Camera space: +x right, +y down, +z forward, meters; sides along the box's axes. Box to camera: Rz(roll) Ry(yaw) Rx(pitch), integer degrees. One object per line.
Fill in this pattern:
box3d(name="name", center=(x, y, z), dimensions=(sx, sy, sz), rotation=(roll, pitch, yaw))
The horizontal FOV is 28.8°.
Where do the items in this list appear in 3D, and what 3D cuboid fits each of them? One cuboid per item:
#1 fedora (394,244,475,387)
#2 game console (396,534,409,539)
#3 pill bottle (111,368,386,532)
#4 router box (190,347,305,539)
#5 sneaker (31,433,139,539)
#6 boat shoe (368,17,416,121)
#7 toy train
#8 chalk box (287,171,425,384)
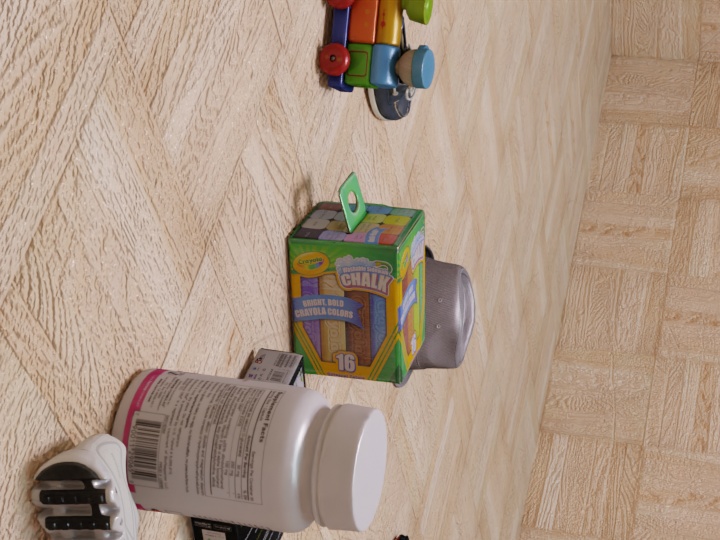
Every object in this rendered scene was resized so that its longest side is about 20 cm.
box3d(name="fedora", center=(0.108, 0.068, 1.958), dimensions=(0.177, 0.089, 0.203), rotation=(25, 72, -73))
box3d(name="game console", center=(0.093, 0.511, 2.013), dimensions=(0.173, 0.117, 0.202), rotation=(-63, 154, -51))
box3d(name="pill bottle", center=(-0.086, 0.144, 1.107), dimensions=(0.113, 0.198, 0.115), rotation=(6, 90, -74))
box3d(name="router box", center=(-0.101, 0.196, 1.340), dimensions=(0.201, 0.050, 0.150), rotation=(-64, 156, -50))
box3d(name="sneaker", center=(-0.188, 0.215, 1.020), dimensions=(0.081, 0.074, 0.202), rotation=(-65, 157, -71))
box3d(name="boat shoe", center=(0.042, -0.242, 1.671), dimensions=(0.201, 0.061, 0.076), rotation=(70, 28, -57))
box3d(name="toy train", center=(0.027, -0.292, 1.504), dimensions=(0.085, 0.114, 0.203), rotation=(3, 92, -74))
box3d(name="chalk box", center=(0.000, 0.000, 1.496), dimensions=(0.125, 0.122, 0.202), rotation=(-53, 145, -62))
